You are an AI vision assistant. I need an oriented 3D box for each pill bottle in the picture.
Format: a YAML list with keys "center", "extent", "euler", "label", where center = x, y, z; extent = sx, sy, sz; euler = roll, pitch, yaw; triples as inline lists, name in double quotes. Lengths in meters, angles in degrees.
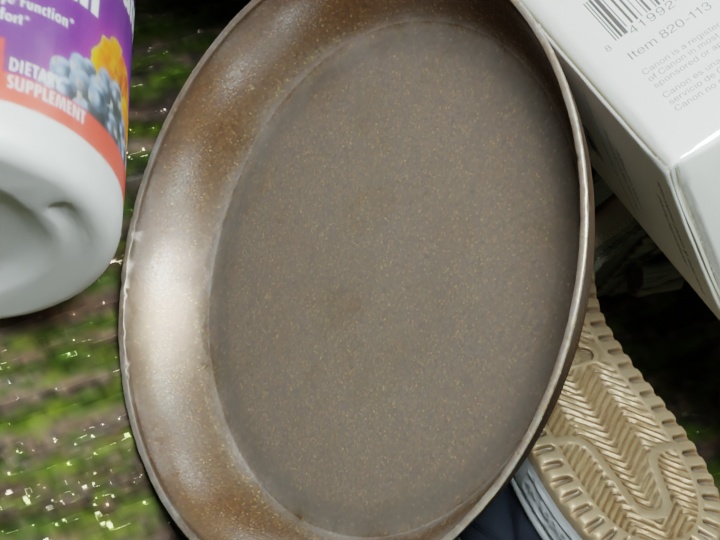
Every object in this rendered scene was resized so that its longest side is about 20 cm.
- center: [-0.128, -0.096, 0.749]
  extent: [0.110, 0.112, 0.202]
  euler: [9, 58, -15]
  label: "pill bottle"

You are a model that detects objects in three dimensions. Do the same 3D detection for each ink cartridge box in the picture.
- center: [0.117, -0.100, 0.715]
  extent: [0.146, 0.083, 0.200]
  euler: [-32, 46, -2]
  label: "ink cartridge box"

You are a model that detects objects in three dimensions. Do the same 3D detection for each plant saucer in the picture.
- center: [0.000, 0.000, 0.705]
  extent: [0.032, 0.200, 0.202]
  euler: [14, 51, -45]
  label: "plant saucer"

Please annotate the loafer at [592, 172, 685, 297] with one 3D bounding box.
- center: [0.136, -0.031, 0.839]
  extent: [0.199, 0.072, 0.063]
  euler: [-34, 83, -36]
  label: "loafer"

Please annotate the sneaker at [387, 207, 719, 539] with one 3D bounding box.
- center: [0.045, 0.050, 0.745]
  extent: [0.069, 0.109, 0.201]
  euler: [-6, 47, -21]
  label: "sneaker"
